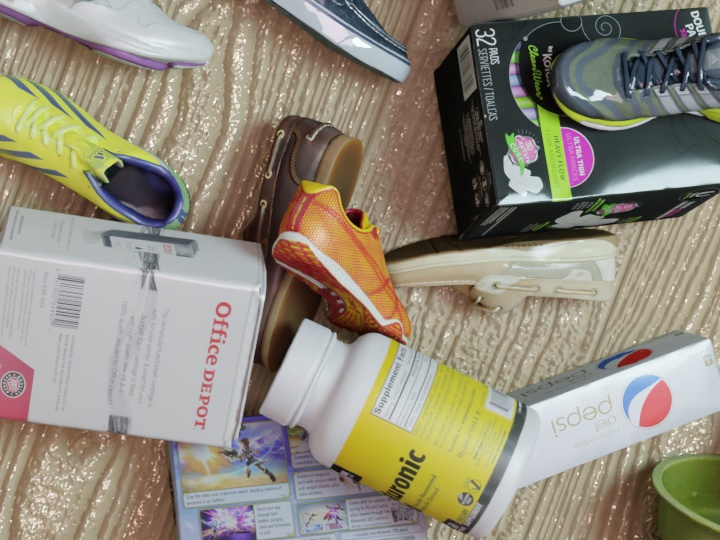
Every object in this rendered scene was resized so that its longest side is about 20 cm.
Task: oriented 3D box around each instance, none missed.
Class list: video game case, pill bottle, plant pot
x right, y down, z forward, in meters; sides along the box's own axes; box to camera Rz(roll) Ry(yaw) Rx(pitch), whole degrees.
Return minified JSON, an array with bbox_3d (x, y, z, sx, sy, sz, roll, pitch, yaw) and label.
[{"bbox_3d":[-0.048,0.204,1.436,0.199,0.045,0.182,-4,75,-13],"label":"video game case"},{"bbox_3d":[0.028,0.116,1.396,0.199,0.111,0.112,26,88,-1],"label":"pill bottle"},{"bbox_3d":[0.319,0.278,1.497,0.199,0.200,0.191,7,104,-13],"label":"plant pot"}]

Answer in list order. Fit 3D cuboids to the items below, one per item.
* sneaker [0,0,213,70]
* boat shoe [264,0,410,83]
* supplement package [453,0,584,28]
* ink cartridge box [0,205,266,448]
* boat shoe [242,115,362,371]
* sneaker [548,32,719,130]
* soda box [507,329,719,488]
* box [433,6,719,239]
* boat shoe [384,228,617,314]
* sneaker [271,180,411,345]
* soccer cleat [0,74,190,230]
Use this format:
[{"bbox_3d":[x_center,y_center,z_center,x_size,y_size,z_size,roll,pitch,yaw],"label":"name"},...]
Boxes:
[{"bbox_3d":[-0.199,-0.217,1.380,0.199,0.075,0.100,22,90,-14],"label":"sneaker"},{"bbox_3d":[-0.027,-0.234,1.420,0.200,0.071,0.091,34,91,-11],"label":"boat shoe"},{"bbox_3d":[0.180,-0.289,1.395,0.199,0.191,0.148,-19,99,-17],"label":"supplement package"},{"bbox_3d":[-0.180,0.043,1.372,0.199,0.085,0.146,9,116,-7],"label":"ink cartridge box"},{"bbox_3d":[-0.059,-0.023,1.437,0.070,0.070,0.201,22,99,23],"label":"boat shoe"},{"bbox_3d":[0.238,-0.150,1.350,0.199,0.081,0.074,-4,78,-12],"label":"sneaker"},{"bbox_3d":[0.199,0.114,1.503,0.199,0.068,0.064,-20,99,-11],"label":"soda box"},{"bbox_3d":[0.176,-0.116,1.437,0.199,0.124,0.149,-5,80,-13],"label":"box"},{"bbox_3d":[0.113,0.005,1.475,0.199,0.072,0.065,-5,102,-12],"label":"boat shoe"},{"bbox_3d":[0.000,0.000,1.405,0.073,0.200,0.077,13,67,27],"label":"sneaker"},{"bbox_3d":[-0.217,-0.092,1.382,0.200,0.084,0.065,30,87,-14],"label":"soccer cleat"}]
